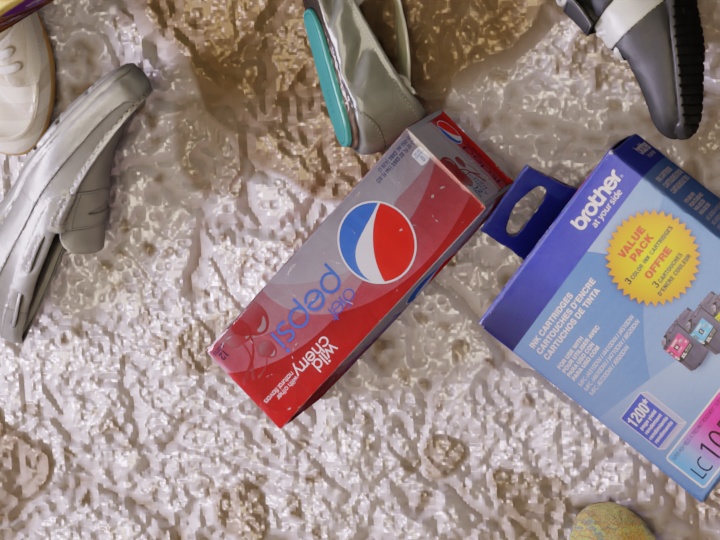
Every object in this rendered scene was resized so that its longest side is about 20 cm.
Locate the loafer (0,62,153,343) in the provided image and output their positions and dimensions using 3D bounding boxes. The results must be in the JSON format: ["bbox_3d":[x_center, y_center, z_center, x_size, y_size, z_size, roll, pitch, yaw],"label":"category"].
[{"bbox_3d":[-0.181,-0.041,1.714,0.070,0.070,0.200,38,115,1],"label":"loafer"}]

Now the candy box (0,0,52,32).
[{"bbox_3d":[-0.180,-0.191,1.610,0.199,0.117,0.057,-31,93,14],"label":"candy box"}]

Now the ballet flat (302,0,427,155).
[{"bbox_3d":[-0.014,-0.169,1.650,0.063,0.067,0.201,-22,95,-9],"label":"ballet flat"}]

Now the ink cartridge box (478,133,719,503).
[{"bbox_3d":[0.165,0.016,1.618,0.200,0.076,0.137,39,108,8],"label":"ink cartridge box"}]

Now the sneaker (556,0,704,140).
[{"bbox_3d":[0.142,-0.166,1.595,0.088,0.074,0.201,-15,86,18],"label":"sneaker"}]

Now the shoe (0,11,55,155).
[{"bbox_3d":[-0.236,-0.168,1.710,0.069,0.053,0.201,-8,97,17],"label":"shoe"}]

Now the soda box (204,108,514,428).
[{"bbox_3d":[0.000,0.000,1.657,0.070,0.063,0.200,45,115,5],"label":"soda box"}]

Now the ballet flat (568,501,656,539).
[{"bbox_3d":[0.162,0.241,1.663,0.070,0.071,0.201,-8,97,17],"label":"ballet flat"}]
